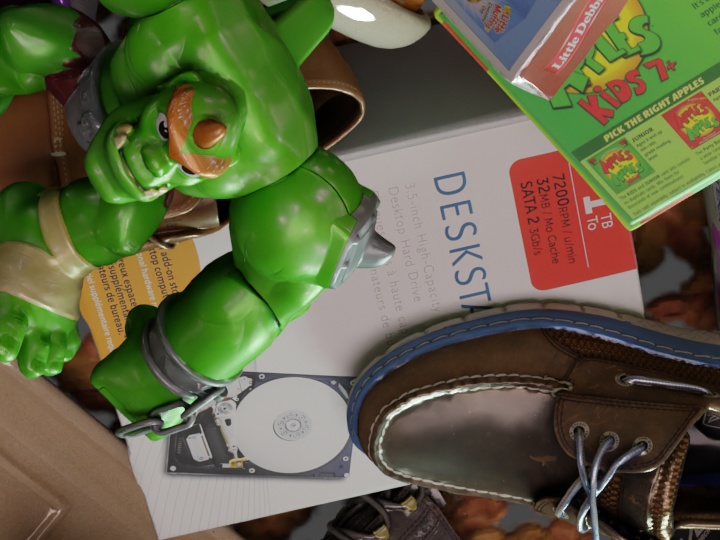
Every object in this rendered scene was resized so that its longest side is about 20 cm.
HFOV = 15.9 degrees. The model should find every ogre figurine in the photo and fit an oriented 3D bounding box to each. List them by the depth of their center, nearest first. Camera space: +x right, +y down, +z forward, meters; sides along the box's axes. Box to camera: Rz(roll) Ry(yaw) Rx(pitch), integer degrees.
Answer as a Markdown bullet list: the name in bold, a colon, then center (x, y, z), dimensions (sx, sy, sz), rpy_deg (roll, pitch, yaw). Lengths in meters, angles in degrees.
- **ogre figurine**: center (-0.072, -0.048, 0.770), dimensions (0.120, 0.098, 0.200), rpy_deg (-19, 92, 28)

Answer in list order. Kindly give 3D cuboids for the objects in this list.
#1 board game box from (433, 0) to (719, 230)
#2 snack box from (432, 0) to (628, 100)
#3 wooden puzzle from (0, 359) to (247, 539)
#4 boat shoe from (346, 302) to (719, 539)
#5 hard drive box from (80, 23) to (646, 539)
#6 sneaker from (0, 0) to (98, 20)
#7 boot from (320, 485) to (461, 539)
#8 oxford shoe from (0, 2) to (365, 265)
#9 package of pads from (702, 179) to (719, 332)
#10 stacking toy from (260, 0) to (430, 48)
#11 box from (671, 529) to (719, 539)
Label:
- **board game box**: center (0.132, -0.103, 0.788), dimensions (0.200, 0.048, 0.102), rpy_deg (-31, 113, 32)
- **snack box**: center (0.089, -0.149, 0.748), dimensions (0.024, 0.072, 0.200), rpy_deg (15, 118, -49)
- **wooden puzzle**: center (-0.157, 0.144, 1.035), dimensions (0.200, 0.046, 0.185), rpy_deg (-48, 121, -1)
- **boat shoe**: center (0.096, 0.059, 0.924), dimensions (0.200, 0.072, 0.072), rpy_deg (-2, 124, -6)
- **hard drive box**: center (0.000, 0.000, 0.963), dimensions (0.200, 0.077, 0.156), rpy_deg (-14, 124, 2)
- **sneaker**: center (-0.148, -0.059, 0.900), dimensions (0.080, 0.088, 0.200), rpy_deg (24, 118, -22)
- **boot**: center (-0.038, 0.140, 1.031), dimensions (0.174, 0.069, 0.200), rpy_deg (-46, 131, -9)
- **oxford shoe**: center (-0.087, -0.029, 0.853), dimensions (0.200, 0.071, 0.071), rpy_deg (-32, 145, -17)
- **package of pads**: center (0.236, -0.001, 0.995), dimensions (0.200, 0.068, 0.155), rpy_deg (-10, 123, 0)
- **stacking toy**: center (0.005, -0.185, 0.828), dimensions (0.146, 0.146, 0.200), rpy_deg (29, 100, -23)
- **box**: center (0.137, 0.194, 1.056), dimensions (0.044, 0.160, 0.200), rpy_deg (24, 118, -22)
